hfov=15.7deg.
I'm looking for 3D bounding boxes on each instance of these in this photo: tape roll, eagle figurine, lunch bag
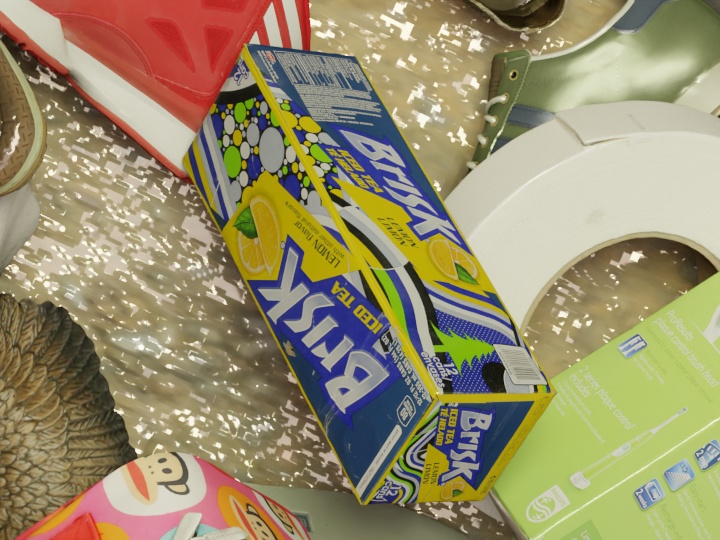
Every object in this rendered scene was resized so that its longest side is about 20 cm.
[{"bbox_3d":[0.110,0.023,1.147,0.202,0.037,0.203,-9,119,-16],"label":"tape roll"},{"bbox_3d":[-0.180,0.065,1.126,0.151,0.151,0.200,-26,84,-14],"label":"eagle figurine"},{"bbox_3d":[-0.113,0.159,1.050,0.200,0.176,0.082,-38,54,9],"label":"lunch bag"}]

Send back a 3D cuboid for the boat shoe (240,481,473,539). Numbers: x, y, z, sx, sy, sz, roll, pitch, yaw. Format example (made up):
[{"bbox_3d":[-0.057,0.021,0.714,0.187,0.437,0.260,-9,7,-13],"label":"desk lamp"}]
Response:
[{"bbox_3d":[-0.028,0.143,1.174,0.200,0.070,0.072,12,118,-14],"label":"boat shoe"}]

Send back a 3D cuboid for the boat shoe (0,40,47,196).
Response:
[{"bbox_3d":[-0.195,-0.090,1.105,0.200,0.076,0.072,40,87,28],"label":"boat shoe"}]

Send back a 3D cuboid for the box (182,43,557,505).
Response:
[{"bbox_3d":[0.000,0.000,1.076,0.064,0.200,0.070,2,135,-35],"label":"box"}]

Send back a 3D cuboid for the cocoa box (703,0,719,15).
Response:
[{"bbox_3d":[0.227,-0.143,1.148,0.131,0.133,0.200,-35,95,-4],"label":"cocoa box"}]

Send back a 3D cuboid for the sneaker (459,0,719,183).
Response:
[{"bbox_3d":[0.082,-0.056,1.178,0.200,0.067,0.090,-39,78,4],"label":"sneaker"}]

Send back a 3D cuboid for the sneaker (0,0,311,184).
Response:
[{"bbox_3d":[-0.100,-0.136,1.120,0.116,0.078,0.200,-47,129,3],"label":"sneaker"}]

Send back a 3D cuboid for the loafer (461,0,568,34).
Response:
[{"bbox_3d":[0.040,-0.171,1.109,0.076,0.067,0.200,-44,138,4],"label":"loafer"}]

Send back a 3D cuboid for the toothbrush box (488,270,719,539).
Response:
[{"bbox_3d":[0.166,0.089,1.131,0.200,0.086,0.146,-32,125,-1],"label":"toothbrush box"}]
